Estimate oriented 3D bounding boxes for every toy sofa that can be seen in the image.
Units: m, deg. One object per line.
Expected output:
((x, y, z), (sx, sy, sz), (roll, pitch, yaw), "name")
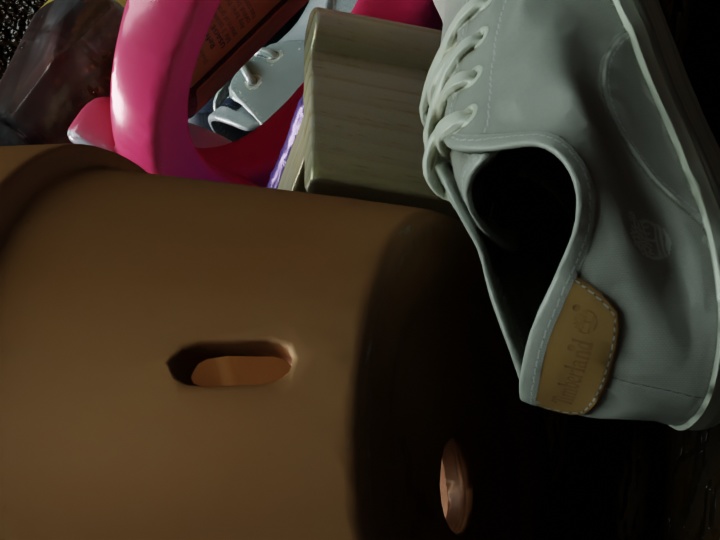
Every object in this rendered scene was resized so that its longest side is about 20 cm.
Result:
((0.000, 0.000, 0.858), (0.200, 0.082, 0.098), (113, 162, -50), "toy sofa")

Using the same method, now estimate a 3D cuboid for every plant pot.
((-0.036, 0.061, 0.703), (0.200, 0.139, 0.201), (-6, -90, -68), "plant pot")

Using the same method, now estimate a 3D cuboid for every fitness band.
((-0.023, -0.081, 0.876), (0.144, 0.037, 0.200), (-55, -18, 2), "fitness band")

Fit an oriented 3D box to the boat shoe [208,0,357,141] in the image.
((-0.023, -0.055, 1.058), (0.070, 0.071, 0.202), (137, 142, -72), "boat shoe")

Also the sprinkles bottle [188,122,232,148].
((-0.090, 0.047, 0.960), (0.068, 0.068, 0.201), (135, 148, -72), "sprinkles bottle")

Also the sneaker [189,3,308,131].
((-0.045, -0.075, 1.184), (0.202, 0.076, 0.147), (-50, -44, -68), "sneaker")

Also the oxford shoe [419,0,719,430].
((0.040, -0.039, 0.657), (0.201, 0.057, 0.075), (-109, 22, -46), "oxford shoe")

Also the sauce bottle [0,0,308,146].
((-0.077, -0.078, 0.931), (0.200, 0.066, 0.066), (-45, -3, -23), "sauce bottle")
